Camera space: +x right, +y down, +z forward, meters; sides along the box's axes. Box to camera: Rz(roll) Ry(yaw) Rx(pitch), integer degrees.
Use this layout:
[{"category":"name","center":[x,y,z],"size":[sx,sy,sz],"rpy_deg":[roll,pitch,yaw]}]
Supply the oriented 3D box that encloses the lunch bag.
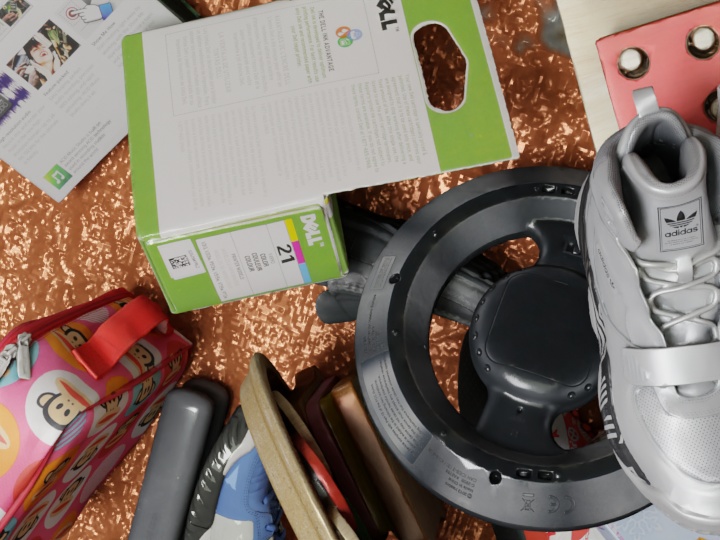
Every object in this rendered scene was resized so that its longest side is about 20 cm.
[{"category":"lunch bag","center":[-0.174,0.085,0.833],"size":[0.082,0.200,0.176],"rpy_deg":[40,104,5]}]

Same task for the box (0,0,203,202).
[{"category":"box","center":[-0.204,-0.151,0.840],"size":[0.144,0.036,0.200],"rpy_deg":[-41,119,17]}]

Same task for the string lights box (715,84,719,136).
[{"category":"string lights box","center":[0.275,-0.045,0.708],"size":[0.199,0.059,0.103],"rpy_deg":[-7,125,-3]}]

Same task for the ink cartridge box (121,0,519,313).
[{"category":"ink cartridge box","center":[-0.023,-0.074,0.795],"size":[0.199,0.076,0.149],"rpy_deg":[-12,55,2]}]

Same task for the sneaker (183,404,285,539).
[{"category":"sneaker","center":[-0.067,0.172,0.889],"size":[0.077,0.076,0.201],"rpy_deg":[12,111,7]}]

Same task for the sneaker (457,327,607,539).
[{"category":"sneaker","center":[0.128,0.120,0.828],"size":[0.107,0.067,0.203],"rpy_deg":[-7,68,-18]}]

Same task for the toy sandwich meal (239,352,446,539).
[{"category":"toy sandwich meal","center":[0.003,0.119,0.792],"size":[0.070,0.205,0.206],"rpy_deg":[-28,91,0]}]

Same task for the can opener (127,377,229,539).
[{"category":"can opener","center":[-0.140,0.160,0.912],"size":[0.066,0.053,0.201],"rpy_deg":[18,102,12]}]

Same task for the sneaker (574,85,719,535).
[{"category":"sneaker","center":[0.145,0.015,0.670],"size":[0.075,0.115,0.201],"rpy_deg":[-10,65,0]}]

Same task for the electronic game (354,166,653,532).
[{"category":"electronic game","center":[0.096,0.036,0.752],"size":[0.199,0.042,0.201],"rpy_deg":[-2,65,3]}]

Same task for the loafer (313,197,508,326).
[{"category":"loafer","center":[0.000,0.000,0.839],"size":[0.200,0.068,0.071],"rpy_deg":[21,102,19]}]

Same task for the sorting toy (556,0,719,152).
[{"category":"sorting toy","center":[0.198,-0.160,0.756],"size":[0.199,0.070,0.200],"rpy_deg":[-14,94,18]}]

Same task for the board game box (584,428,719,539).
[{"category":"board game box","center":[0.241,0.122,0.766],"size":[0.200,0.041,0.200],"rpy_deg":[-38,87,-5]}]
